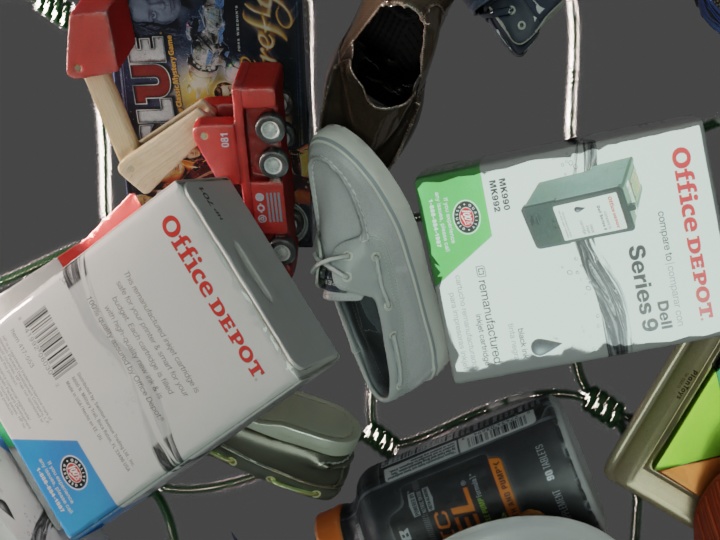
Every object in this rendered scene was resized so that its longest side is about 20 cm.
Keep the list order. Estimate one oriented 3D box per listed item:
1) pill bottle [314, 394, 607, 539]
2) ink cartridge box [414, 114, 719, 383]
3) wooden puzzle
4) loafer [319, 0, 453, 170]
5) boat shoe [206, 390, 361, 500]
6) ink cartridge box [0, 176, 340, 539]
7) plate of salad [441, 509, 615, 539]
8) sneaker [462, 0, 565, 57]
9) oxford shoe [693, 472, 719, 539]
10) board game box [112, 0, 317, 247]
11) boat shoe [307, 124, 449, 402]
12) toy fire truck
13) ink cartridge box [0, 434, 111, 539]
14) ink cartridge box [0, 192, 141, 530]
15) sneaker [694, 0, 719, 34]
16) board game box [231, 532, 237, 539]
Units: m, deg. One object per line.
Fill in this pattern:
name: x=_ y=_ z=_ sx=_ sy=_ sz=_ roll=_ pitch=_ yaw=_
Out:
pill bottle: x=0.068 y=0.174 z=1.009 sx=0.198 sy=0.106 sz=0.107 roll=-23 pitch=98 yaw=9
ink cartridge box: x=0.150 y=-0.016 z=0.968 sx=0.197 sy=0.084 sz=0.148 roll=-11 pitch=95 yaw=11
wooden puzzle: x=0.303 y=0.120 z=1.015 sx=0.198 sy=0.037 sz=0.187 roll=29 pitch=101 yaw=-1
loafer: x=0.008 y=-0.129 z=0.938 sx=0.072 sy=0.071 sz=0.201 roll=20 pitch=136 yaw=3
boat shoe: x=-0.099 y=0.109 z=1.028 sx=0.199 sy=0.072 sz=0.061 roll=20 pitch=115 yaw=9
ink cartridge box: x=-0.136 y=0.055 z=0.911 sx=0.199 sy=0.086 sz=0.147 roll=-35 pitch=84 yaw=17
plate of salad: x=0.096 y=0.239 z=0.961 sx=0.197 sy=0.048 sz=0.203 roll=-6 pitch=122 yaw=-10
sneaker: x=0.050 y=-0.198 z=0.956 sx=0.200 sy=0.077 sz=0.148 roll=-25 pitch=96 yaw=9
oxford shoe: x=0.275 y=0.210 z=0.999 sx=0.072 sy=0.072 sz=0.202 roll=0 pitch=130 yaw=-2
board game box: x=-0.100 y=-0.113 z=0.974 sx=0.133 sy=0.035 sz=0.203 roll=1 pitch=119 yaw=5
boat shoe: x=0.000 y=0.000 z=0.979 sx=0.068 sy=0.071 sz=0.202 roll=-37 pitch=123 yaw=-31
toy fire truck: x=-0.114 y=-0.086 z=0.942 sx=0.139 sy=0.049 sz=0.203 roll=0 pitch=120 yaw=6
ink cartridge box: x=-0.240 y=0.213 z=1.037 sx=0.068 sy=0.116 sz=0.201 roll=-36 pitch=97 yaw=11
ink cartridge box: x=-0.188 y=0.068 z=0.989 sx=0.199 sy=0.050 sz=0.162 roll=-38 pitch=81 yaw=36
sneaker: x=0.320 y=-0.168 z=0.938 sx=0.197 sy=0.078 sz=0.076 roll=17 pitch=101 yaw=1
board game box: x=-0.028 y=0.245 z=0.993 sx=0.039 sy=0.200 sz=0.159 roll=-36 pitch=91 yaw=-9
